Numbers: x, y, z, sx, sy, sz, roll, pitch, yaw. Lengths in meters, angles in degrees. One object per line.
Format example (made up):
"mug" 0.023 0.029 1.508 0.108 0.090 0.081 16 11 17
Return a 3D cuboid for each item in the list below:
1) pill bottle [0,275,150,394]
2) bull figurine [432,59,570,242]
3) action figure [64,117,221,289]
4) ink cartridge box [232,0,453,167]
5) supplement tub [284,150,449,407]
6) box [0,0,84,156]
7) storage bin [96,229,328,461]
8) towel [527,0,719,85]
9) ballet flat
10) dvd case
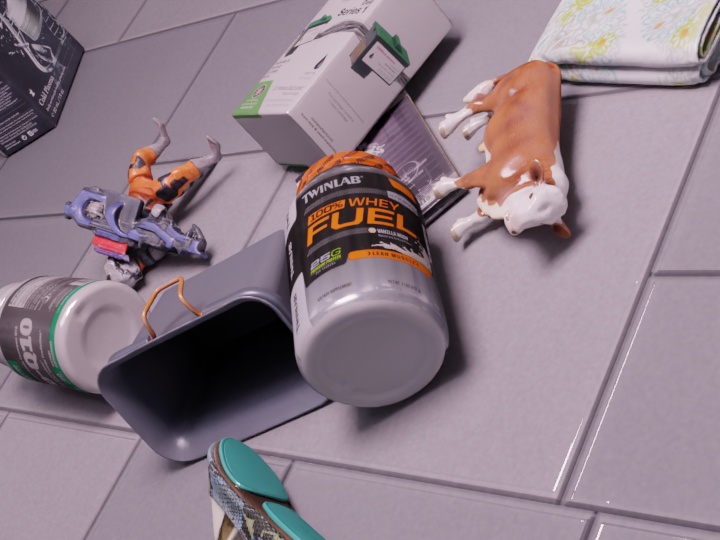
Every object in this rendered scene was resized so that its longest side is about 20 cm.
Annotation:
"pill bottle" -0.313 0.064 1.280 0.198 0.113 0.114 2 55 49
"bull figurine" 0.123 -0.091 1.012 0.120 0.065 0.202 -17 42 31
"action figure" -0.218 -0.060 1.357 0.198 0.105 0.195 25 79 29
"ink cartridge box" -0.019 -0.206 1.251 0.201 0.084 0.145 -53 26 -15
"supplement tub" 0.000 0.000 0.994 0.122 0.123 0.202 -32 39 19
"box" -0.550 -0.325 1.868 0.123 0.197 0.202 -24 39 27
"storage bin" -0.121 0.051 1.077 0.198 0.146 0.135 -26 28 26
"towel" 0.252 -0.237 1.044 0.199 0.048 0.172 13 64 52
"ballet flat" -0.081 0.198 0.935 0.074 0.074 0.200 -47 30 -4
"dvd case" 0.014 -0.082 1.167 0.148 0.016 0.201 -40 35 11
